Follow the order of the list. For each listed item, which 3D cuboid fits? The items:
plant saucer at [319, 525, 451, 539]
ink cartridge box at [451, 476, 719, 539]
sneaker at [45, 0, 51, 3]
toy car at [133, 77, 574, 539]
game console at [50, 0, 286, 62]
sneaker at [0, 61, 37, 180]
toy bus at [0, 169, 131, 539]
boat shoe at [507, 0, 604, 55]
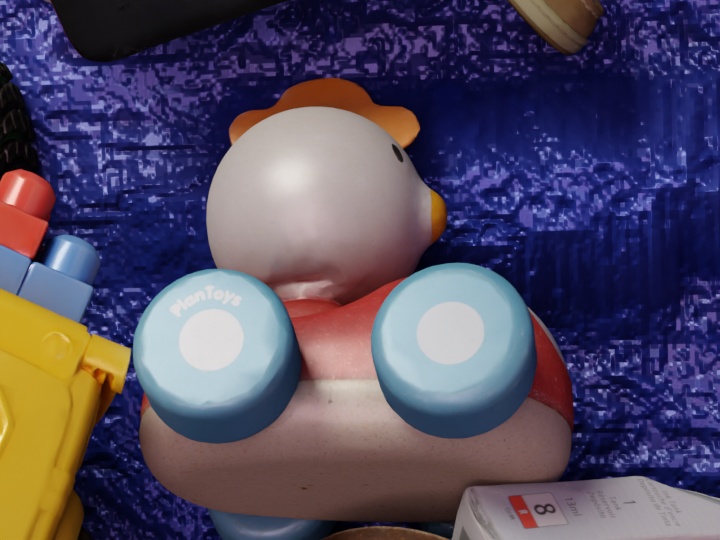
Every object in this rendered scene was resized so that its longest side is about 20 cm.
[{"bbox_3d":[0.023,0.199,0.738,0.199,0.037,0.202,15,116,33],"label":"plant saucer"},{"bbox_3d":[0.122,0.158,0.790,0.198,0.050,0.163,-3,120,-24],"label":"ink cartridge box"},{"bbox_3d":[-0.103,-0.210,0.821,0.145,0.081,0.202,-2,100,5],"label":"sneaker"},{"bbox_3d":[0.000,0.000,0.803,0.175,0.185,0.202,-1,65,7],"label":"toy car"},{"bbox_3d":[-0.054,-0.188,0.745,0.199,0.031,0.178,-16,110,13],"label":"game console"},{"bbox_3d":[-0.199,-0.010,0.856,0.084,0.078,0.202,11,97,9],"label":"sneaker"},{"bbox_3d":[-0.162,0.064,0.767,0.135,0.200,0.193,23,69,-8],"label":"toy bus"},{"bbox_3d":[0.057,-0.189,0.803,0.063,0.073,0.202,-28,83,15],"label":"boat shoe"}]
